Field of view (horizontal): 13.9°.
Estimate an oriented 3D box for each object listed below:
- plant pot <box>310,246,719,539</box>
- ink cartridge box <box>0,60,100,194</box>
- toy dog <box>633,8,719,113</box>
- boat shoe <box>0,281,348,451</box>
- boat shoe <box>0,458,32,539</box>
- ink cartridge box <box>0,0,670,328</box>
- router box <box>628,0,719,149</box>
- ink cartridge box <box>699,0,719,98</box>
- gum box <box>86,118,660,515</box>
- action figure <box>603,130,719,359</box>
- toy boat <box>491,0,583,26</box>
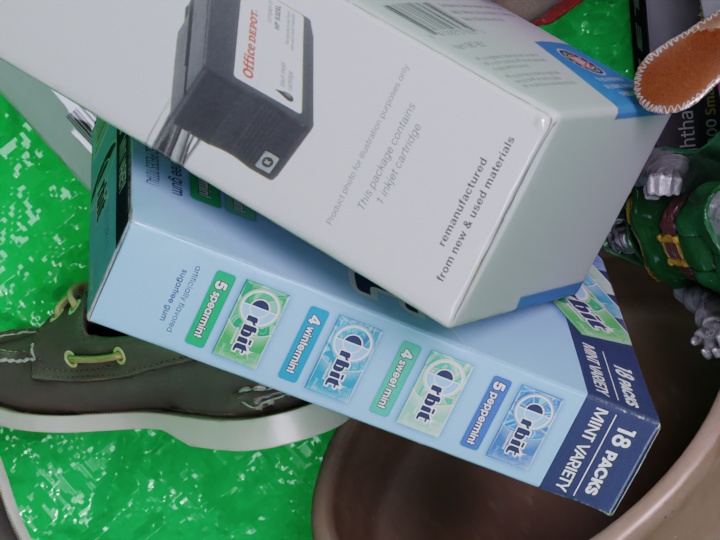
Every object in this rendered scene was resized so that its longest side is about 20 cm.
[{"bbox_3d":[0.106,0.115,1.197,0.200,0.200,0.175,-33,121,6],"label":"plant pot"},{"bbox_3d":[-0.090,-0.127,1.166,0.147,0.083,0.200,-39,104,8],"label":"ink cartridge box"},{"bbox_3d":[0.093,-0.122,0.997,0.200,0.096,0.132,1,111,31],"label":"toy dog"},{"bbox_3d":[-0.087,0.031,1.171,0.072,0.200,0.060,-23,108,-42],"label":"boat shoe"},{"bbox_3d":[-0.175,0.100,1.165,0.072,0.201,0.061,-52,136,8],"label":"boat shoe"},{"bbox_3d":[-0.010,-0.069,1.031,0.200,0.145,0.084,31,105,17],"label":"ink cartridge box"},{"bbox_3d":[0.186,-0.138,1.191,0.157,0.052,0.200,-7,104,-1],"label":"router box"},{"bbox_3d":[0.210,-0.081,1.105,0.144,0.085,0.200,-24,110,-32],"label":"ink cartridge box"},{"bbox_3d":[0.000,0.000,1.077,0.200,0.170,0.045,20,111,-14],"label":"gum box"},{"bbox_3d":[0.134,-0.011,1.066,0.055,0.200,0.118,-22,98,-14],"label":"action figure"},{"bbox_3d":[0.043,-0.196,1.135,0.130,0.131,0.200,-35,92,31],"label":"toy boat"}]
